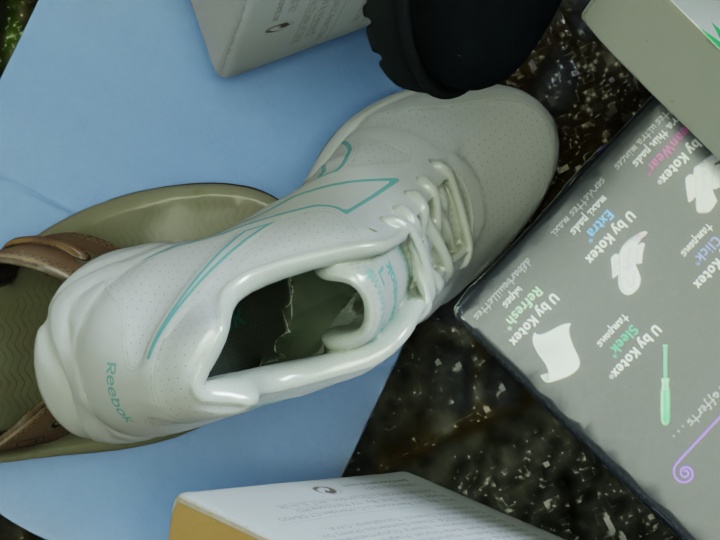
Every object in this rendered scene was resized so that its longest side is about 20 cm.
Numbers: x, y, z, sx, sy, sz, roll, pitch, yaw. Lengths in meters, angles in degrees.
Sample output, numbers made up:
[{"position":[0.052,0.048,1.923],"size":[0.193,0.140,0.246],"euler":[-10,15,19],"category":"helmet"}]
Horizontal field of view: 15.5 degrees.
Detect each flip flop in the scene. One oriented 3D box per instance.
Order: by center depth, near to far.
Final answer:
[{"position":[-0.106,0.020,0.818],"size":[0.199,0.058,0.081],"euler":[-9,89,-20],"category":"flip flop"}]

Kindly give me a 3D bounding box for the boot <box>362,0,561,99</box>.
[{"position":[0.091,-0.119,0.669],"size":[0.168,0.076,0.201],"euler":[18,118,22],"category":"boot"}]

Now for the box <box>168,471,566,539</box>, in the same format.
[{"position":[0.035,0.162,0.769],"size":[0.200,0.106,0.153],"euler":[19,103,41],"category":"box"}]

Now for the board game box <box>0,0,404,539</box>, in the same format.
[{"position":[-0.061,-0.003,0.882],"size":[0.158,0.039,0.201],"euler":[25,85,-7],"category":"board game box"}]

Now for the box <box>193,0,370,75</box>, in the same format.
[{"position":[0.023,-0.173,0.827],"size":[0.199,0.106,0.153],"euler":[-21,84,-11],"category":"box"}]

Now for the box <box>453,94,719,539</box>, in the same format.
[{"position":[0.137,0.046,0.820],"size":[0.200,0.122,0.106],"euler":[44,93,7],"category":"box"}]

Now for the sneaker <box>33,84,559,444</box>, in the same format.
[{"position":[0.000,0.000,0.808],"size":[0.200,0.080,0.071],"euler":[-32,111,-34],"category":"sneaker"}]

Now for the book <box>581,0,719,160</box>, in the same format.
[{"position":[0.171,-0.073,0.805],"size":[0.134,0.048,0.200],"euler":[46,46,10],"category":"book"}]
